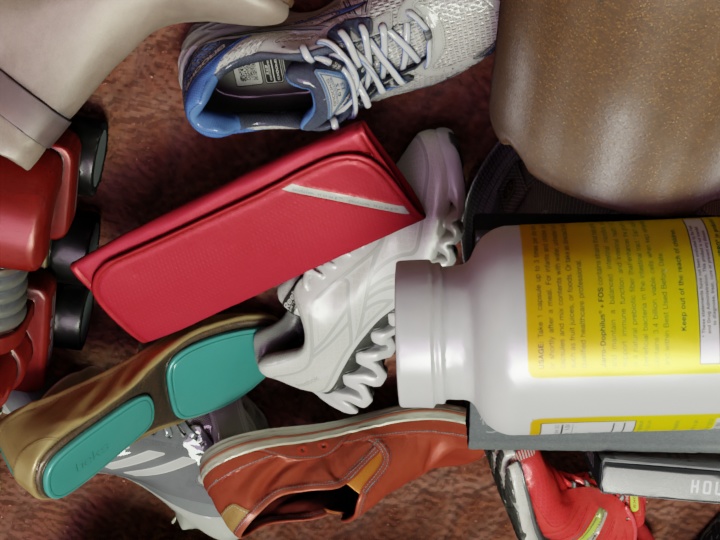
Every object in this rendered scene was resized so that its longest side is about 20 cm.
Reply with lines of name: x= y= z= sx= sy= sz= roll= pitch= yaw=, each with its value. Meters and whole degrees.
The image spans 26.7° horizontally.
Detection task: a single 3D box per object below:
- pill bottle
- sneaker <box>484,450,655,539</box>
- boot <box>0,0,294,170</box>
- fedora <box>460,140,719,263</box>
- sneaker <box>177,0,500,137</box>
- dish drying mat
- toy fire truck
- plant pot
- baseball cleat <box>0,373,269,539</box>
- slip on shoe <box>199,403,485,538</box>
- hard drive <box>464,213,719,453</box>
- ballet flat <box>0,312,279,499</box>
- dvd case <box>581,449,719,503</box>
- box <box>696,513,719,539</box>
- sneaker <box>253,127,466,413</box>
pill bottle: x=0.117 y=0.028 z=0.754 sx=0.197 sy=0.105 sz=0.105 roll=-2 pitch=122 yaw=3
sneaker: x=0.141 y=0.147 z=0.985 sx=0.084 sy=0.078 sz=0.200 roll=-29 pitch=139 yaw=9
boot: x=-0.153 y=-0.123 z=0.812 sx=0.198 sy=0.070 sz=0.148 roll=25 pitch=87 yaw=8
fedora: x=0.149 y=-0.011 z=0.882 sx=0.176 sy=0.091 sz=0.200 roll=35 pitch=118 yaw=-17
sneaker: x=-0.008 y=-0.111 z=0.835 sx=0.197 sy=0.086 sz=0.078 roll=-15 pitch=120 yaw=12
dish drying mat: x=-0.066 y=-0.016 z=0.865 sx=0.198 sy=0.018 sz=0.077 roll=-24 pitch=130 yaw=20
toy fire truck: x=-0.228 y=0.012 z=0.860 sx=0.127 sy=0.201 sz=0.178 roll=10 pitch=123 yaw=-3
plant pot: x=0.152 y=-0.148 z=0.746 sx=0.197 sy=0.202 sz=0.200 roll=8 pitch=129 yaw=-1
baseball cleat: x=-0.134 y=0.101 z=0.996 sx=0.199 sy=0.070 sz=0.107 roll=33 pitch=113 yaw=-27
slip on shoe: x=-0.003 y=0.129 z=0.967 sx=0.197 sy=0.062 sz=0.074 roll=-7 pitch=151 yaw=-23
hard drive: x=0.158 y=0.036 z=0.836 sx=0.197 sy=0.033 sz=0.141 roll=1 pitch=120 yaw=2
ballet flat: x=-0.135 y=0.067 z=0.934 sx=0.063 sy=0.199 sz=0.069 roll=34 pitch=137 yaw=34
dvd case: x=0.235 y=0.114 z=0.924 sx=0.197 sy=0.150 sz=0.025 roll=4 pitch=98 yaw=1
box: x=0.264 y=0.278 z=0.990 sx=0.123 sy=0.201 sz=0.198 roll=26 pitch=120 yaw=-10
sneaker: x=0.000 y=0.000 z=0.903 sx=0.080 sy=0.076 sz=0.201 roll=16 pitch=121 yaw=-20
